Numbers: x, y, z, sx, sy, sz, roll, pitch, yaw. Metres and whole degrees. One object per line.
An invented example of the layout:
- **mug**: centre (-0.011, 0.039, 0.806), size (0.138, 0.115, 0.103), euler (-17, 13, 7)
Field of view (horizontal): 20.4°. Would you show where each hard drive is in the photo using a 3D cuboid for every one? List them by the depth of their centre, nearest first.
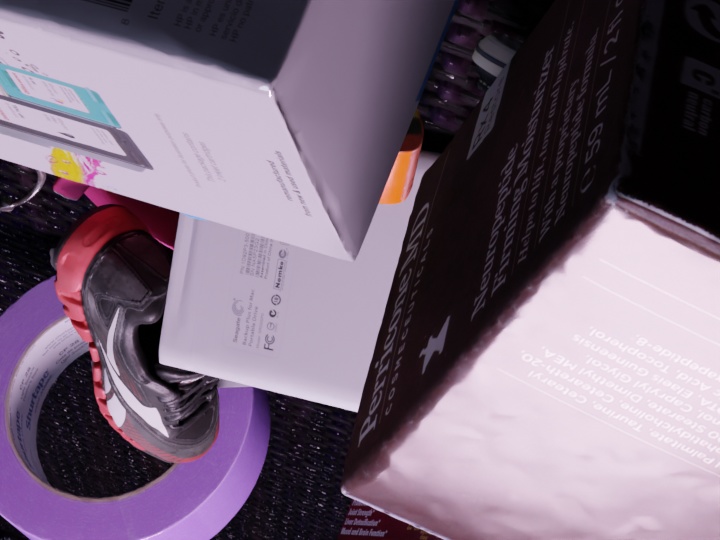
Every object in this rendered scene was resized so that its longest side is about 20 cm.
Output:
- **hard drive**: centre (0.001, 0.002, 0.986), size (0.200, 0.132, 0.026), euler (12, -173, 22)

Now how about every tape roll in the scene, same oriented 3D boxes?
- **tape roll**: centre (-0.163, 0.097, 1.343), size (0.200, 0.200, 0.066), euler (17, 163, 16)

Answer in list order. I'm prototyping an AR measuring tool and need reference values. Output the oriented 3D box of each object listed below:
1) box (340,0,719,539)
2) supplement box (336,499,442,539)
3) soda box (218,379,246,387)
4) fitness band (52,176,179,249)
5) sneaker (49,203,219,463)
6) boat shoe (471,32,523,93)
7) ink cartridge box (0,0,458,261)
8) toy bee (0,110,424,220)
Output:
- **box**: centre (0.119, 0.002, 0.697), size (0.164, 0.166, 0.200), euler (25, 140, -12)
- **supplement box**: centre (0.052, 0.127, 1.181), size (0.061, 0.200, 0.109), euler (32, 160, -26)
- **soda box**: centre (-0.026, 0.034, 1.187), size (0.068, 0.064, 0.200), euler (-7, 180, -34)
- **fitness band**: centre (-0.095, -0.041, 1.128), size (0.144, 0.037, 0.200), euler (26, 163, -15)
- **sneaker**: centre (-0.113, 0.055, 1.160), size (0.098, 0.071, 0.201), euler (32, 151, 36)
- **boat shoe**: centre (0.106, -0.033, 0.852), size (0.200, 0.062, 0.075), euler (38, -179, -45)
- **ink cartridge box**: centre (-0.080, -0.118, 0.703), size (0.200, 0.147, 0.146), euler (17, 163, 17)
- **toy bee**: centre (-0.073, -0.086, 0.905), size (0.200, 0.109, 0.131), euler (16, 135, -26)
